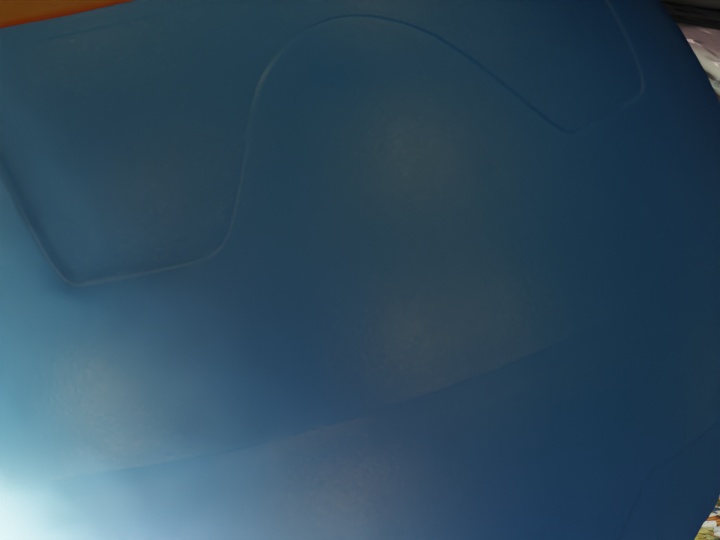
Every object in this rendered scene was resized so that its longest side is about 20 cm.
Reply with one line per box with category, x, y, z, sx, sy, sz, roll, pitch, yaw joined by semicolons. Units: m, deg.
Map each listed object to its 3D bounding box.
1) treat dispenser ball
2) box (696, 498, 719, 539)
treat dispenser ball;-0.017;0.005;0.591;0.200;0.201;0.201;23;173;3
box;0.105;0.061;1.034;0.136;0.038;0.200;-14;156;25
